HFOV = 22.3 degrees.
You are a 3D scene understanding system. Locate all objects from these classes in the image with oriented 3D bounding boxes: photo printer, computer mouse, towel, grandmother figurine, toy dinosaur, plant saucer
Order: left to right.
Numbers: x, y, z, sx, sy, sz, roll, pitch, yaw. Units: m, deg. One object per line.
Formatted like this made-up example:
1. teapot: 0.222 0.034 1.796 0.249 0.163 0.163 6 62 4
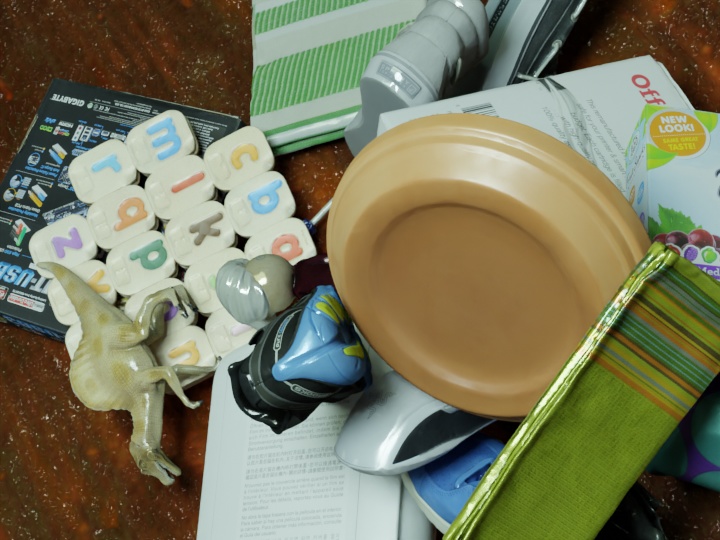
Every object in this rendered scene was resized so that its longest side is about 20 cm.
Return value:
1. toy dinosaur: -0.163 0.048 1.279 0.101 0.058 0.201 -32 69 4
2. photo printer: -0.026 0.129 1.218 0.166 0.069 0.201 -9 62 25
3. towel: -0.016 -0.187 1.390 0.152 0.023 0.201 -14 57 21
4. grandmother figurine: 0.000 0.000 1.238 0.199 0.121 0.061 -9 81 6
5. computer mouse: 0.069 0.067 1.139 0.199 0.044 0.109 -26 28 -30
6. plant saucer: 0.068 0.008 1.020 0.199 0.201 0.037 -1 32 29
7. towel: 0.132 0.085 0.989 0.200 0.086 0.018 -55 29 6

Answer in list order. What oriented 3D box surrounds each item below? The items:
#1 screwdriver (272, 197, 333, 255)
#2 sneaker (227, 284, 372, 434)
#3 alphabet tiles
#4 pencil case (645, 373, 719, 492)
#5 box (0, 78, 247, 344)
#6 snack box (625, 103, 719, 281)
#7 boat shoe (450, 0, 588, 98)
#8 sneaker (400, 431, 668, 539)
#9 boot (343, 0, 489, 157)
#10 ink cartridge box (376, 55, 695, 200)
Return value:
1. screwdriver: -0.026 -0.048 1.329 0.200 0.029 0.028 -49 53 2
2. sneaker: -0.039 0.054 1.101 0.082 0.200 0.071 -27 87 2
3. alphabet tiles: -0.137 -0.014 1.329 0.195 0.015 0.201 -27 69 5
4. pencil case: 0.265 0.099 1.058 0.199 0.092 0.086 13 118 33
5. box: -0.196 -0.039 1.409 0.199 0.050 0.199 14 75 33
6. snack box: 0.258 -0.016 1.066 0.199 0.053 0.143 7 55 -4
7. boat shoe: 0.112 -0.151 1.271 0.200 0.068 0.074 -65 24 17
8. sneaker: 0.105 0.136 1.089 0.077 0.111 0.200 -36 62 -25
9. boot: 0.046 -0.120 1.240 0.073 0.200 0.096 40 76 5
10. ink cartridge box: 0.124 -0.042 1.147 0.199 0.084 0.145 -14 54 -19
